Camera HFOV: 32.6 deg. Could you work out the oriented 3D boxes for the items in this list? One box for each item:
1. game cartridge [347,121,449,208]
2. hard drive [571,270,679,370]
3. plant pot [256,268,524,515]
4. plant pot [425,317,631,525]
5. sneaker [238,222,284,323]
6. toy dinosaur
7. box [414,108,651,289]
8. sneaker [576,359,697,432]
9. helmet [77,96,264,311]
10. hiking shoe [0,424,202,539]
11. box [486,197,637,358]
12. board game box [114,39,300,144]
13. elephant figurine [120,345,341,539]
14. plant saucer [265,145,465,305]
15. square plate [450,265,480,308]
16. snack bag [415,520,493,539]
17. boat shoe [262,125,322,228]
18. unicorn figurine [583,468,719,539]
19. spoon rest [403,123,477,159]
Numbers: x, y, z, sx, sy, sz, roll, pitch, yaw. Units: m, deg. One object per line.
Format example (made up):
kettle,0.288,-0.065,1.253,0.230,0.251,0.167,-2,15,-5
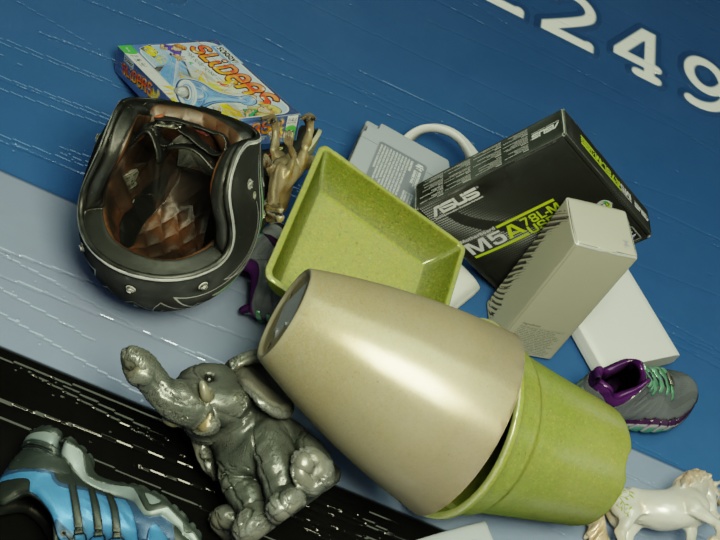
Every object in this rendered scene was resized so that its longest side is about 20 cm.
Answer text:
game cartridge,0.035,-0.079,1.423,0.132,0.041,0.201,26,46,-3
hard drive,0.295,0.035,1.518,0.131,0.027,0.201,-7,57,-33
plant pot,0.014,0.088,1.108,0.199,0.187,0.188,32,45,-13
plant pot,0.164,0.171,1.239,0.183,0.200,0.202,21,46,-27
sneaker,-0.073,0.053,1.290,0.087,0.074,0.201,-28,75,-5
toy dinosaur,-0.076,-0.115,1.310,0.057,0.102,0.200,7,25,14
box,0.194,-0.068,1.381,0.193,0.199,0.048,40,37,-38
sneaker,0.324,0.137,1.398,0.198,0.088,0.075,-5,57,-32
helmet,-0.187,-0.059,1.215,0.198,0.193,0.200,14,15,-4
hiking shoe,-0.225,0.221,1.057,0.199,0.075,0.087,29,52,9
box,0.220,0.013,1.372,0.081,0.201,0.069,12,49,-19
board game box,-0.176,-0.202,1.398,0.134,0.035,0.200,-11,39,-35
elephant figurine,-0.114,0.137,1.127,0.141,0.155,0.201,-33,82,-19
plant saucer,0.000,0.000,1.271,0.199,0.048,0.201,35,46,-15
square plate,0.020,-0.009,1.401,0.198,0.029,0.200,45,46,9
snack bag,0.087,0.344,1.156,0.187,0.021,0.201,-7,58,-33
boat shoe,-0.101,-0.112,1.385,0.063,0.074,0.202,31,44,2
unicorn figurine,0.332,0.265,1.315,0.198,0.074,0.138,12,38,-13
spoon rest,0.140,-0.119,1.524,0.199,0.061,0.099,38,16,6
